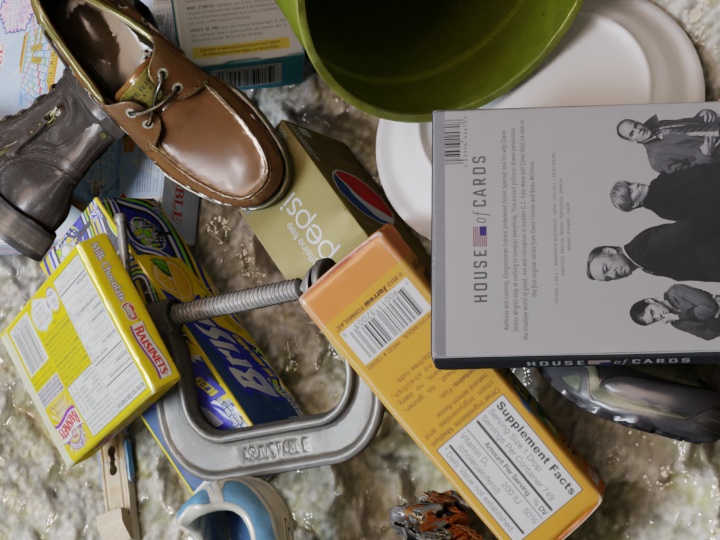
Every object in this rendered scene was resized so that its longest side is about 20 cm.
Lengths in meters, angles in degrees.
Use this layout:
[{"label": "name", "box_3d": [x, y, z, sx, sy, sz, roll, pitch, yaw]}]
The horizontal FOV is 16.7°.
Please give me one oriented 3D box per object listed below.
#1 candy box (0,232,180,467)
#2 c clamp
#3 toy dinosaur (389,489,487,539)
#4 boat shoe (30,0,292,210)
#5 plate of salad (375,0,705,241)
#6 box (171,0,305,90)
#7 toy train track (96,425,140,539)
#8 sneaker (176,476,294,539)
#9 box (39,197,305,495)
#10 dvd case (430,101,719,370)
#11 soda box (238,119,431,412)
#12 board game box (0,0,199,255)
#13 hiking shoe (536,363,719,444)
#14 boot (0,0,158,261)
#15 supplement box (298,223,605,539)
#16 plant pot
[{"label": "candy box", "box_3d": [-0.174, 0.054, 1.547, 0.103, 0.026, 0.200, 60, 152, 5]}, {"label": "c clamp", "box_3d": [-0.071, 0.042, 1.482, 0.199, 0.027, 0.172, -5, 88, 34]}, {"label": "toy dinosaur", "box_3d": [0.051, 0.193, 1.380, 0.200, 0.135, 0.103, -146, 47, -69]}, {"label": "boat shoe", "box_3d": [-0.130, -0.108, 1.508, 0.200, 0.068, 0.072, 40, 98, 12]}, {"label": "plate of salad", "box_3d": [0.106, -0.085, 1.437, 0.199, 0.048, 0.201, -11, 53, 14]}, {"label": "box", "box_3d": [-0.091, -0.219, 1.618, 0.082, 0.049, 0.201, -7, 70, -5]}, {"label": "toy train track", "box_3d": [-0.178, 0.086, 1.654, 0.114, 0.032, 0.201, -21, 68, 33]}, {"label": "sneaker", "box_3d": [-0.053, 0.218, 1.447, 0.072, 0.072, 0.201, -37, 73, 42]}, {"label": "box", "box_3d": [-0.118, 0.049, 1.568, 0.070, 0.064, 0.200, -46, 68, 26]}, {"label": "dvd case", "box_3d": [0.138, -0.021, 1.347, 0.198, 0.025, 0.151, -2, 68, 6]}, {"label": "soda box", "box_3d": [0.000, 0.000, 1.509, 0.064, 0.068, 0.200, -48, 55, 19]}, {"label": "board game box", "box_3d": [-0.191, -0.114, 1.704, 0.199, 0.041, 0.202, -1, 80, 38]}, {"label": "hiking shoe", "box_3d": [0.141, 0.023, 1.383, 0.200, 0.075, 0.101, 34, 103, 42]}, {"label": "boot", "box_3d": [-0.197, -0.109, 1.636, 0.174, 0.069, 0.200, -53, 37, 5]}, {"label": "supplement box", "box_3d": [0.054, 0.070, 1.389, 0.069, 0.067, 0.200, -38, 90, 8]}, {"label": "plant pot", "box_3d": [0.009, -0.220, 1.432, 0.201, 0.200, 0.193, -58, 41, 13]}]
